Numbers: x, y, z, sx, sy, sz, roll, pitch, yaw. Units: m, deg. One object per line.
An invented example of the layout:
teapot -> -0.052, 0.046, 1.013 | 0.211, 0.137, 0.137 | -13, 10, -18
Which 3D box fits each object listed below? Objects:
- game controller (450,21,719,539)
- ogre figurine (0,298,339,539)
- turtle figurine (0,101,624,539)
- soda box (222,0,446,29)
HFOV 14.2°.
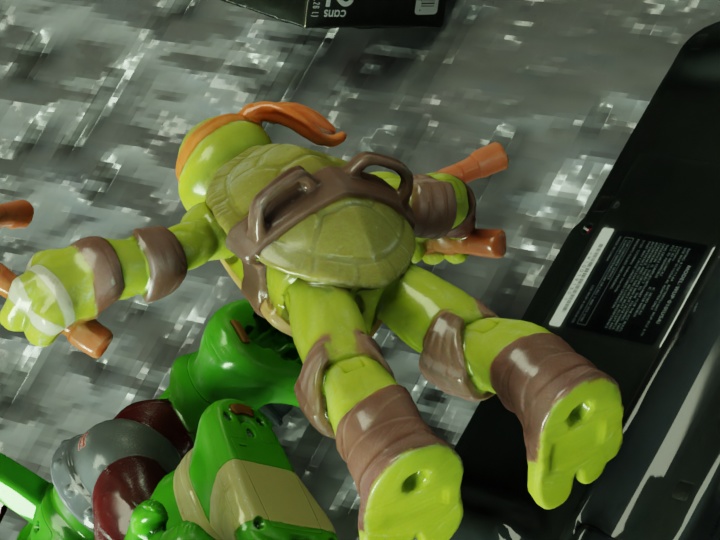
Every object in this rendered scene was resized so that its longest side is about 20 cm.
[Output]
game controller -> 0.091, 0.012, 0.808 | 0.104, 0.042, 0.200 | 6, 60, 56
ogre figurine -> -0.061, 0.073, 0.815 | 0.120, 0.098, 0.200 | -41, 31, 24
turtle figurine -> 0.000, 0.000, 0.779 | 0.161, 0.200, 0.065 | 46, 128, 37
soda box -> -0.003, -0.181, 0.925 | 0.071, 0.063, 0.200 | 23, 110, 45
